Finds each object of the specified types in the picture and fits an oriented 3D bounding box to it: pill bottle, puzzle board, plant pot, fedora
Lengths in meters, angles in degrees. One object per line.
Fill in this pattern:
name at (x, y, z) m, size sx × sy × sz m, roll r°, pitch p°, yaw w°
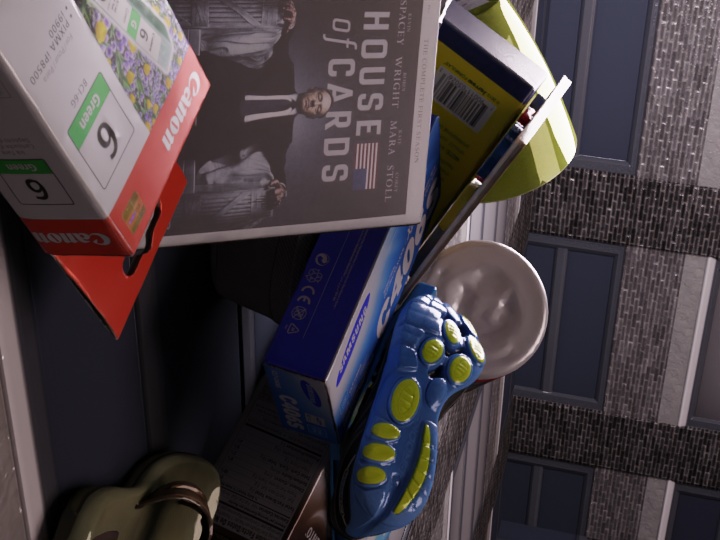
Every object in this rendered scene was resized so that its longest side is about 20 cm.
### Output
pill bottle at (0.080, 0.048, 1.092) m, size 0.200 × 0.110 × 0.112 m, roll 130°, pitch -28°, yaw -75°
puzzle board at (0.091, -0.066, 0.954) m, size 0.151 × 0.017 × 0.200 m, roll -53°, pitch 178°, yaw 27°
plant pot at (0.132, -0.210, 1.432) m, size 0.188 × 0.185 × 0.201 m, roll -67°, pitch 147°, yaw -47°
fedora at (-0.047, -0.035, 0.877) m, size 0.177 × 0.090 × 0.202 m, roll -17°, pitch 122°, yaw -75°

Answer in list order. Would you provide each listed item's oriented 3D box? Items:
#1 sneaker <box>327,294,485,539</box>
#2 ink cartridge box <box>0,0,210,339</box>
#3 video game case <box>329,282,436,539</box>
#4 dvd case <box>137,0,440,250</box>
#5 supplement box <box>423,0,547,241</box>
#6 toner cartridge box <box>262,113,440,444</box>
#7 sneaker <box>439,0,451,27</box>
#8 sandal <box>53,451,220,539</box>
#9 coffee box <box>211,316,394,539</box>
sneaker at (0.024, 0.092, 0.847) m, size 0.083 × 0.071 × 0.200 m, roll -41°, pitch -163°, yaw 45°
ink cartridge box at (-0.114, -0.069, 0.567) m, size 0.201 × 0.050 × 0.110 m, roll 65°, pitch 34°, yaw -46°
video game case at (0.018, 0.128, 0.960) m, size 0.143 × 0.018 × 0.201 m, roll -51°, pitch 151°, yaw -43°
dvd case at (-0.046, -0.092, 0.705) m, size 0.199 × 0.025 × 0.152 m, roll -6°, pitch 110°, yaw -31°
supplement box at (0.039, -0.098, 0.991) m, size 0.201 × 0.109 × 0.109 m, roll -54°, pitch 178°, yaw 19°
toner cartridge box at (0.000, 0.000, 0.820) m, size 0.095 × 0.043 × 0.201 m, roll 79°, pitch 30°, yaw -59°
sneaker at (0.010, -0.178, 0.893) m, size 0.081 × 0.074 × 0.200 m, roll -46°, pitch -153°, yaw -3°
sandal at (-0.121, 0.159, 0.758) m, size 0.201 × 0.057 × 0.081 m, roll -5°, pitch 103°, yaw -77°
coffee box at (-0.039, 0.131, 0.962) m, size 0.201 × 0.079 × 0.113 m, roll -62°, pitch 159°, yaw -21°
